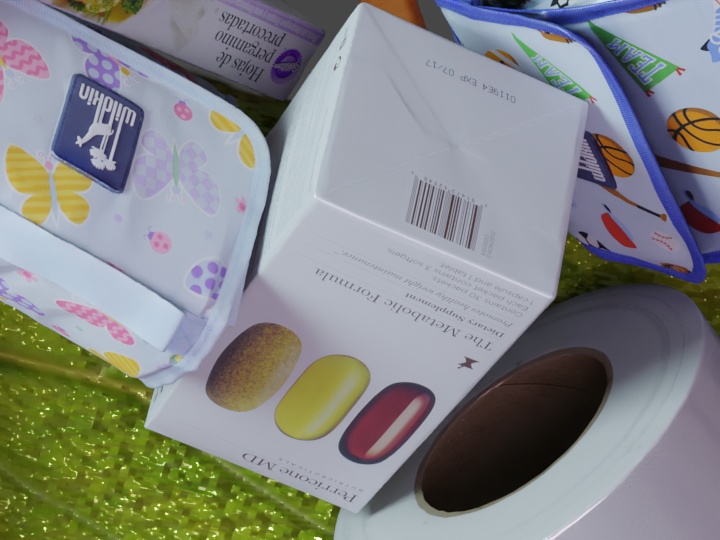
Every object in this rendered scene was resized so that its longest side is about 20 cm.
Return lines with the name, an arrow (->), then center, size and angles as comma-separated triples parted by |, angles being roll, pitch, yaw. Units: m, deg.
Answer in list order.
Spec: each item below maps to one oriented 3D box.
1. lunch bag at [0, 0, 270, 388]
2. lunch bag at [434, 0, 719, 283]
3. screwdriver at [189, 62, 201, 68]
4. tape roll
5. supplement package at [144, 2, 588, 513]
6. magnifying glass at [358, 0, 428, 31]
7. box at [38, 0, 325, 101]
lunch bag -> -0.132, -0.046, 1.238 | 0.169, 0.200, 0.127 | 30, 105, -17
lunch bag -> 0.150, -0.090, 1.283 | 0.199, 0.124, 0.170 | -11, 132, 25
screwdriver -> -0.148, -0.146, 1.286 | 0.200, 0.028, 0.029 | 43, 72, -17
tape roll -> 0.106, 0.122, 1.336 | 0.202, 0.203, 0.139 | -35, 112, 7
supplement package -> 0.000, 0.000, 1.271 | 0.113, 0.110, 0.200 | 23, 142, -12
magnifying glass -> 0.034, -0.064, 1.350 | 0.079, 0.022, 0.200 | -20, 112, 0
box -> -0.092, -0.119, 1.241 | 0.200, 0.041, 0.039 | 19, 106, -54
